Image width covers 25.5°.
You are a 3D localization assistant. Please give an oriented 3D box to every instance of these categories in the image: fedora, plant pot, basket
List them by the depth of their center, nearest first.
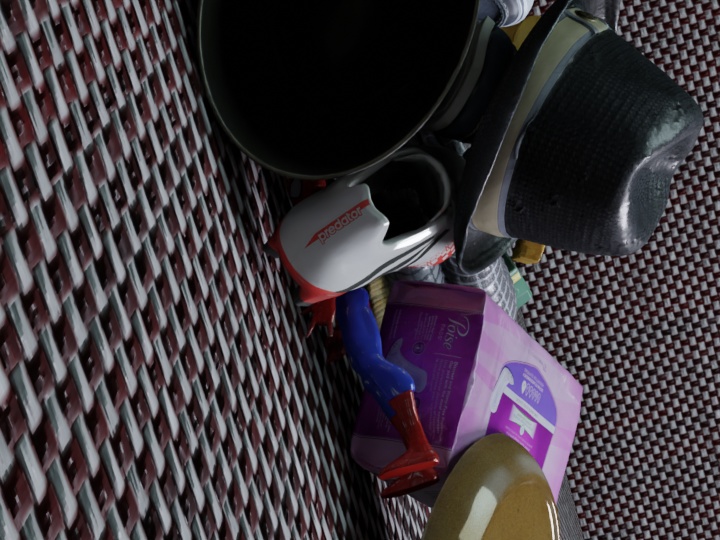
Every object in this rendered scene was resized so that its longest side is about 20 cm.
[{"bbox_3d":[0.129,-0.064,0.870,0.201,0.091,0.201,-54,162,-27],"label":"fedora"},{"bbox_3d":[-0.008,-0.140,0.880,0.200,0.136,0.181,-71,180,-85],"label":"basket"},{"bbox_3d":[0.077,0.196,0.927,0.200,0.027,0.201,-25,118,-58],"label":"plant pot"}]

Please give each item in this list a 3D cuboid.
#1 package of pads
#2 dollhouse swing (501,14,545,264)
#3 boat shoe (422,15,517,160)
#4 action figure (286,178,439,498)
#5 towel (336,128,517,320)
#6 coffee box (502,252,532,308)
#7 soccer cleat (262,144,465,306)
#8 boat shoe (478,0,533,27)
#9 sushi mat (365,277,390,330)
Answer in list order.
[{"bbox_3d":[0.072,0.095,1.001,0.200,0.075,0.121,40,61,-57],"label":"package of pads"},{"bbox_3d":[0.075,-0.118,1.190,0.200,0.175,0.182,3,105,-88],"label":"dollhouse swing"},{"bbox_3d":[0.074,-0.103,0.937,0.062,0.075,0.200,36,7,-4],"label":"boat shoe"},{"bbox_3d":[-0.005,0.028,0.907,0.065,0.052,0.200,70,3,-67],"label":"action figure"},{"bbox_3d":[0.035,-0.060,1.081,0.166,0.085,0.200,60,7,-58],"label":"towel"},{"bbox_3d":[0.057,-0.055,1.250,0.200,0.044,0.123,55,2,14],"label":"coffee box"},{"bbox_3d":[0.027,-0.037,0.871,0.069,0.085,0.200,58,34,5],"label":"soccer cleat"},{"bbox_3d":[0.016,-0.195,1.038,0.071,0.200,0.091,-41,-156,57],"label":"boat shoe"},{"bbox_3d":[0.000,0.000,1.108,0.200,0.012,0.096,-20,94,-82],"label":"sushi mat"}]
